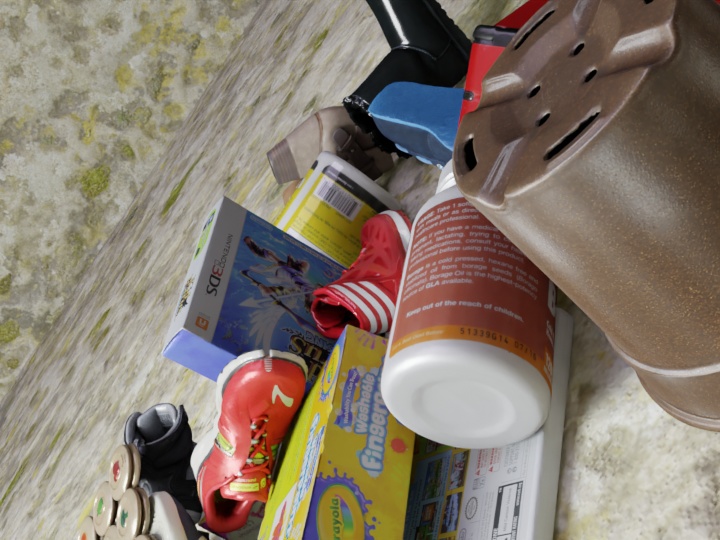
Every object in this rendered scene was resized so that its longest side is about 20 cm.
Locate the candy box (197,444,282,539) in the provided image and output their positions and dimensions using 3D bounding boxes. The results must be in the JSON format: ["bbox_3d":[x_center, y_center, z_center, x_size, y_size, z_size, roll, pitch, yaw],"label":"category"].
[{"bbox_3d":[-0.081,0.158,0.879,0.136,0.061,0.202,-36,31,38],"label":"candy box"}]

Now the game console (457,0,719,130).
[{"bbox_3d":[0.193,-0.145,0.693,0.199,0.118,0.175,21,108,42],"label":"game console"}]

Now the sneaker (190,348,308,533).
[{"bbox_3d":[-0.088,0.147,0.728,0.086,0.076,0.201,-107,30,-45],"label":"sneaker"}]

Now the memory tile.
[{"bbox_3d":[-0.215,0.272,0.775,0.154,0.017,0.201,-59,39,27],"label":"memory tile"}]

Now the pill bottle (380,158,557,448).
[{"bbox_3d":[0.084,0.012,0.618,0.112,0.112,0.202,-33,33,43],"label":"pill bottle"}]

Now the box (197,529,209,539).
[{"bbox_3d":[-0.202,0.369,0.789,0.198,0.049,0.201,-42,42,23],"label":"box"}]

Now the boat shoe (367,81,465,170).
[{"bbox_3d":[0.094,-0.127,0.814,0.084,0.069,0.199,-45,44,-9],"label":"boat shoe"}]

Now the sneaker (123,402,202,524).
[{"bbox_3d":[-0.184,0.187,0.914,0.074,0.115,0.200,-11,7,11],"label":"sneaker"}]

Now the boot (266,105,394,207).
[{"bbox_3d":[-0.028,-0.110,1.083,0.145,0.201,0.071,-22,48,-7],"label":"boot"}]

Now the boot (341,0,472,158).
[{"bbox_3d":[0.035,-0.241,1.008,0.163,0.198,0.073,-55,21,-15],"label":"boot"}]

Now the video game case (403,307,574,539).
[{"bbox_3d":[0.075,0.141,0.642,0.181,0.023,0.202,-31,35,46],"label":"video game case"}]

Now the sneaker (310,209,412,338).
[{"bbox_3d":[0.000,0.000,0.837,0.200,0.114,0.079,-128,29,-67],"label":"sneaker"}]

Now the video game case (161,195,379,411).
[{"bbox_3d":[-0.071,0.045,0.825,0.045,0.199,0.183,-45,25,36],"label":"video game case"}]

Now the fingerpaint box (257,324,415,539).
[{"bbox_3d":[-0.022,0.174,0.663,0.201,0.073,0.168,-78,13,-47],"label":"fingerpaint box"}]

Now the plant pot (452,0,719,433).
[{"bbox_3d":[0.169,-0.049,0.478,0.200,0.197,0.201,-43,25,26],"label":"plant pot"}]

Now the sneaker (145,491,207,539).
[{"bbox_3d":[-0.123,0.266,0.740,0.200,0.084,0.076,48,120,42],"label":"sneaker"}]

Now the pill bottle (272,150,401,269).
[{"bbox_3d":[-0.052,-0.022,0.990,0.201,0.114,0.114,-55,23,2],"label":"pill bottle"}]
